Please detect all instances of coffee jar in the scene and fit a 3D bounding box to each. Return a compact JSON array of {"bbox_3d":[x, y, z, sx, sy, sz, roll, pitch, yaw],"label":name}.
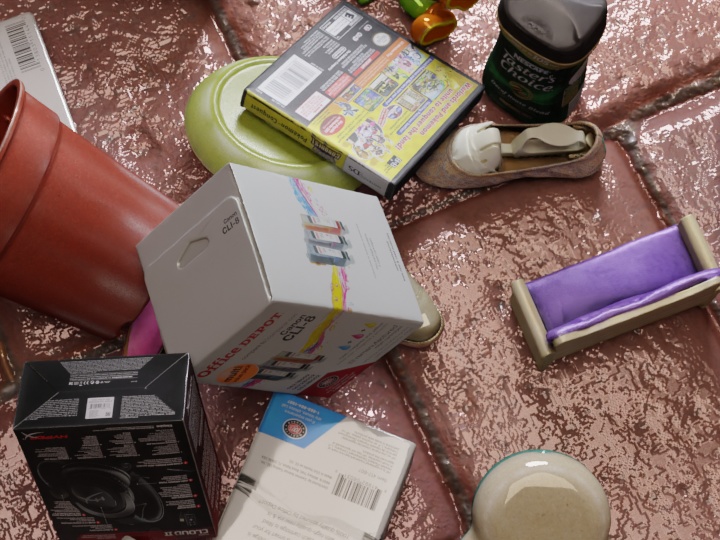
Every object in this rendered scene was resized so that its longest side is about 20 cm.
[{"bbox_3d":[0.181,-0.223,1.660,0.104,0.200,0.086,35,73,10],"label":"coffee jar"}]

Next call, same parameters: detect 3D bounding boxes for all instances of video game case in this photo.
[{"bbox_3d":[0.005,-0.176,1.686,0.180,0.026,0.200,32,47,10],"label":"video game case"}]

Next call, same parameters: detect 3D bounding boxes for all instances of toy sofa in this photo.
[{"bbox_3d":[0.250,0.018,1.636,0.198,0.098,0.084,-20,73,-7],"label":"toy sofa"}]

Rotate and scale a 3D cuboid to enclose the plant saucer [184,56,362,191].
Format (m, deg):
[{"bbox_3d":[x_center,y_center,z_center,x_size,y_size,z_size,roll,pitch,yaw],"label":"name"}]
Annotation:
[{"bbox_3d":[-0.076,-0.149,1.674,0.198,0.031,0.201,9,47,-10],"label":"plant saucer"}]

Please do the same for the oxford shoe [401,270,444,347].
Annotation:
[{"bbox_3d":[0.000,0.000,1.646,0.199,0.074,0.071,38,74,10],"label":"oxford shoe"}]

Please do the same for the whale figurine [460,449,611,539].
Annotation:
[{"bbox_3d":[0.164,0.266,1.564,0.157,0.104,0.203,1,96,-1],"label":"whale figurine"}]

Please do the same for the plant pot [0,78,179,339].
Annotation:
[{"bbox_3d":[-0.286,-0.043,1.576,0.194,0.200,0.203,30,70,-23],"label":"plant pot"}]

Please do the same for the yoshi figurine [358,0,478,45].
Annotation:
[{"bbox_3d":[0.032,-0.337,1.745,0.112,0.112,0.201,-31,72,-5],"label":"yoshi figurine"}]

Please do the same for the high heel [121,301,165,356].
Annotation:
[{"bbox_3d":[-0.239,0.099,1.597,0.200,0.067,0.096,-43,99,-18],"label":"high heel"}]

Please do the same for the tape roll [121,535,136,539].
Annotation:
[{"bbox_3d":[-0.174,0.349,1.458,0.202,0.203,0.139,37,74,10],"label":"tape roll"}]

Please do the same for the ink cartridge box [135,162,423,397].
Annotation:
[{"bbox_3d":[-0.074,0.014,1.517,0.199,0.145,0.146,10,51,-45],"label":"ink cartridge box"}]

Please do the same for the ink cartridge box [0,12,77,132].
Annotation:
[{"bbox_3d":[-0.381,-0.142,1.697,0.174,0.045,0.202,-20,73,-9],"label":"ink cartridge box"}]

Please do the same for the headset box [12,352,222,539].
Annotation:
[{"bbox_3d":[-0.207,0.166,1.479,0.147,0.201,0.078,-4,49,5],"label":"headset box"}]

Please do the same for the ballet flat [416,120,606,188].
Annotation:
[{"bbox_3d":[0.152,-0.126,1.697,0.197,0.067,0.069,-6,71,-4],"label":"ballet flat"}]

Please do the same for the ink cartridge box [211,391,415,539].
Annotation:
[{"bbox_3d":[-0.050,0.235,1.560,0.145,0.084,0.202,21,73,6],"label":"ink cartridge box"}]
